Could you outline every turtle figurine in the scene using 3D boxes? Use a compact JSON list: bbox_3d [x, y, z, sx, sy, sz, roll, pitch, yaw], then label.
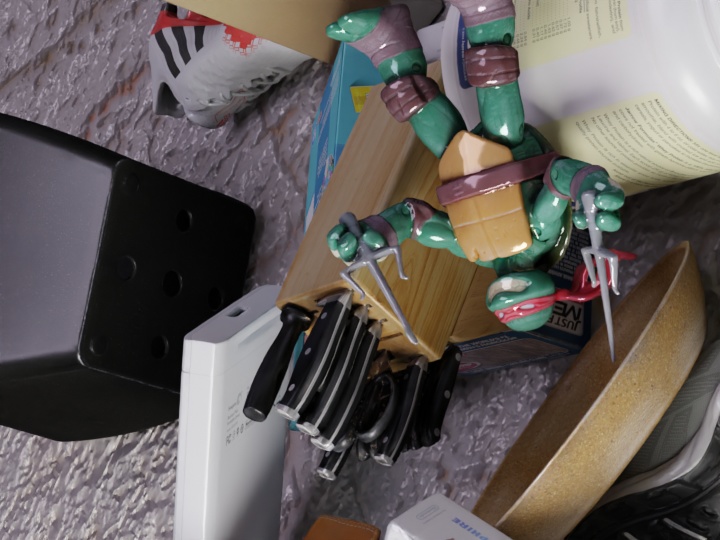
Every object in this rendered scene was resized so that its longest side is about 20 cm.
[{"bbox_3d":[0.057,-0.040,1.113,0.150,0.101,0.200,-19,87,18],"label":"turtle figurine"}]

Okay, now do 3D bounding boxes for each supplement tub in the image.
[{"bbox_3d":[0.154,-0.117,1.158,0.200,0.145,0.145,-14,65,49],"label":"supplement tub"}]

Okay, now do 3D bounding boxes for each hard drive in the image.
[{"bbox_3d":[-0.075,0.120,1.330,0.027,0.132,0.200,8,105,16],"label":"hard drive"}]

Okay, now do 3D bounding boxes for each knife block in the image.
[{"bbox_3d":[0.000,0.000,1.169,0.064,0.175,0.200,-17,85,45],"label":"knife block"}]

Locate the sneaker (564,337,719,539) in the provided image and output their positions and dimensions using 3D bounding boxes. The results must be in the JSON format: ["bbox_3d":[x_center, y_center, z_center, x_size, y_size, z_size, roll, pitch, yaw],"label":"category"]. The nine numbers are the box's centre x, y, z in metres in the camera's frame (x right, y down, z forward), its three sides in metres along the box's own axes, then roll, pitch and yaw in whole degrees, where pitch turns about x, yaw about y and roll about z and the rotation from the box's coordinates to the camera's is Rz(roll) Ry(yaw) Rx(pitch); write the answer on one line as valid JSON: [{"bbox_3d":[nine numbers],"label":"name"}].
[{"bbox_3d":[0.172,0.089,1.128,0.200,0.074,0.079,-50,18,32],"label":"sneaker"}]

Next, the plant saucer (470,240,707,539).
[{"bbox_3d":[0.117,0.075,1.149,0.200,0.035,0.200,-54,0,0],"label":"plant saucer"}]

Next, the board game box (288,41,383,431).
[{"bbox_3d":[-0.005,-0.017,1.346,0.151,0.047,0.200,116,159,-72],"label":"board game box"}]

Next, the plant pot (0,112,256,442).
[{"bbox_3d":[-0.186,0.007,1.519,0.177,0.199,0.200,3,78,41],"label":"plant pot"}]

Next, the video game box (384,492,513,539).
[{"bbox_3d":[0.077,0.232,1.085,0.182,0.047,0.200,33,128,29],"label":"video game box"}]

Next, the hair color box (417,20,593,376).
[{"bbox_3d":[0.079,-0.048,1.296,0.100,0.060,0.200,-14,65,47],"label":"hair color box"}]

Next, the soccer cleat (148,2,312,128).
[{"bbox_3d":[-0.086,-0.137,1.547,0.200,0.069,0.085,9,92,56],"label":"soccer cleat"}]

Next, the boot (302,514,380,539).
[{"bbox_3d":[-0.051,0.193,1.252,0.077,0.200,0.155,91,-160,-56],"label":"boot"}]

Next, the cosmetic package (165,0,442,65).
[{"bbox_3d":[-0.057,-0.198,1.416,0.071,0.200,0.105,-51,41,26],"label":"cosmetic package"}]
